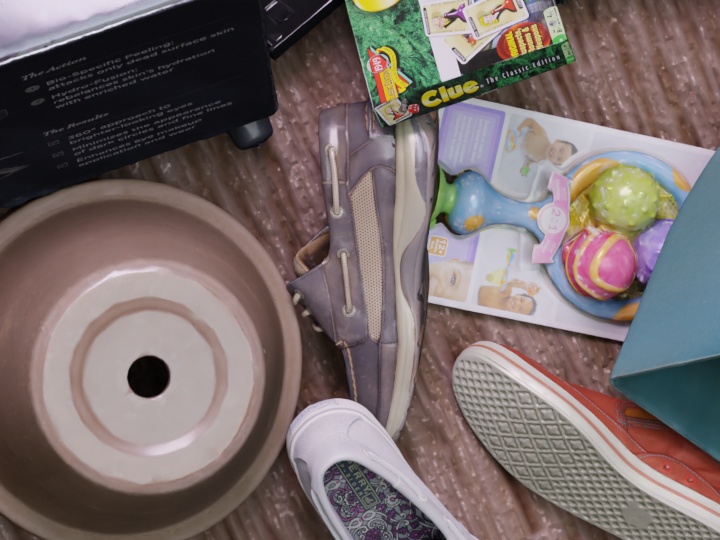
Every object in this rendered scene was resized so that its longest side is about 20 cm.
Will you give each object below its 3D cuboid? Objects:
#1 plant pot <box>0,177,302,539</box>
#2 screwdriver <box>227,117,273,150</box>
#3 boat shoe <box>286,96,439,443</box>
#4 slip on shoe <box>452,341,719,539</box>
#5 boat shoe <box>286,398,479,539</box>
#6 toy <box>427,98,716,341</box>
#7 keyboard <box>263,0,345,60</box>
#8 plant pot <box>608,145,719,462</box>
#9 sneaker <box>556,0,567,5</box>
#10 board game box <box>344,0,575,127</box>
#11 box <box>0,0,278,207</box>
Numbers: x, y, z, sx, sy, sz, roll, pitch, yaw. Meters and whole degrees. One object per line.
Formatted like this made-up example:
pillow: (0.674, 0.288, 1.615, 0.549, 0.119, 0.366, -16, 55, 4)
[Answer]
plant pot: (-0.118, 0.051, 1.283, 0.200, 0.175, 0.200, 0, 91, -10)
screwdriver: (-0.098, -0.156, 1.359, 0.028, 0.029, 0.200, -27, 96, -10)
boat shoe: (0.000, 0.000, 1.349, 0.073, 0.075, 0.200, 6, 108, 4)
slip on shoe: (0.138, 0.098, 1.395, 0.200, 0.074, 0.061, 32, 50, -4)
boat shoe: (0.032, 0.154, 1.343, 0.072, 0.069, 0.200, -28, 116, 4)
toy: (0.131, -0.021, 1.393, 0.200, 0.047, 0.115, 12, 94, -9)
keyboard: (0.023, -0.182, 1.354, 0.200, 0.021, 0.127, -41, 55, -6)
plant pot: (0.252, -0.004, 1.352, 0.141, 0.141, 0.200, 34, 61, -27)
sneaker: (0.105, -0.192, 1.384, 0.200, 0.066, 0.091, -15, 78, -4)
board game box: (0.037, -0.172, 1.317, 0.105, 0.023, 0.200, -21, 55, 9)
box: (-0.153, -0.126, 1.242, 0.197, 0.200, 0.118, -19, 76, -5)
